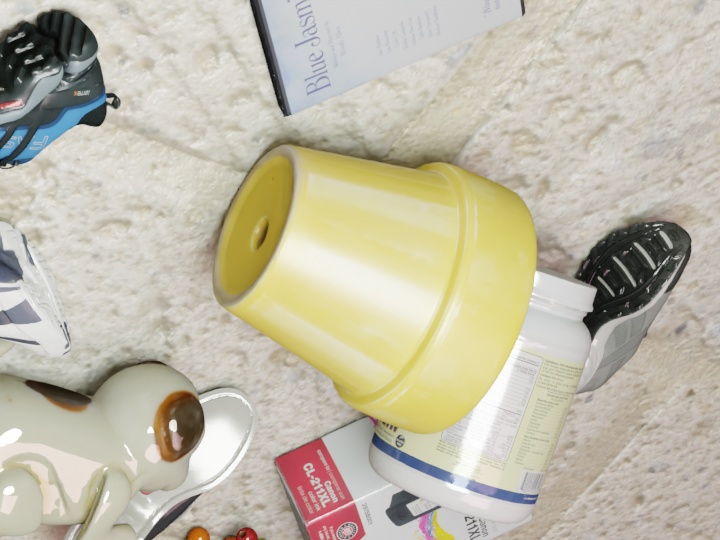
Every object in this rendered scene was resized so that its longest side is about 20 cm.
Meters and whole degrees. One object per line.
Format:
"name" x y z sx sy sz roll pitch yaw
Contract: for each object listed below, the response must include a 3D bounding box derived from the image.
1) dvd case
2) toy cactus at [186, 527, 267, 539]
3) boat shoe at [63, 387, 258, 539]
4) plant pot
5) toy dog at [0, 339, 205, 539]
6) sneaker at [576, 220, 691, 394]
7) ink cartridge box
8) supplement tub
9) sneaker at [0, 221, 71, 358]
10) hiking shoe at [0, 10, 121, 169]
"dvd case" 0.020 -0.201 1.443 0.199 0.018 0.143 -24 139 -8
"toy cactus" -0.136 0.312 1.802 0.200 0.102 0.165 -48 146 6
"boat shoe" -0.164 0.175 1.665 0.200 0.074 0.060 -48 180 -5
"plant pot" 0.000 0.000 1.509 0.188 0.201 0.201 21 118 -24
"toy dog" -0.218 0.131 1.557 0.199 0.139 0.195 -11 102 -20
"sneaker" 0.224 0.032 1.756 0.079 0.074 0.200 0 136 -43
"ink cartridge box" 0.041 0.194 1.786 0.199 0.083 0.146 -24 137 -7
"supplement tub" 0.102 0.088 1.636 0.145 0.145 0.201 16 95 -40
"sneaker" -0.298 0.021 1.432 0.129 0.080 0.199 -24 151 9
"hiking shoe" -0.257 -0.091 1.344 0.199 0.074 0.087 -25 137 -8
